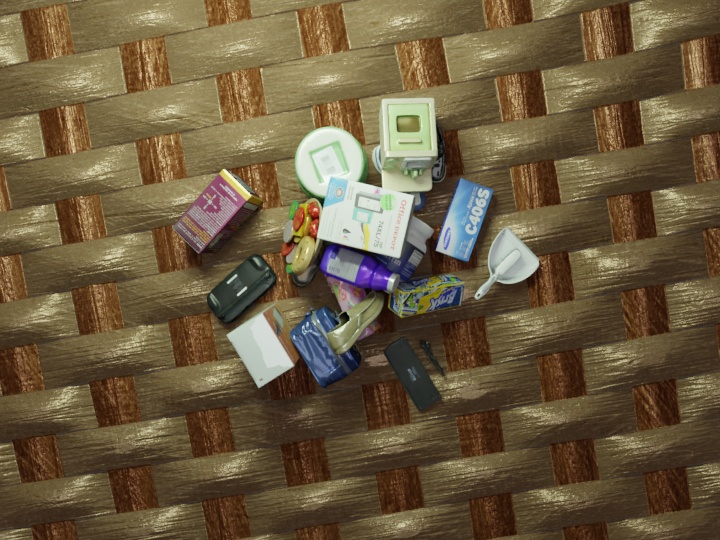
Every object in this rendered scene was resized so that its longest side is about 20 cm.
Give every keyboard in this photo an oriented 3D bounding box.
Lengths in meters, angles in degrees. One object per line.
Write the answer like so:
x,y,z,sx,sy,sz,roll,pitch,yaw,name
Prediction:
0.162,0.270,1.416,0.126,0.021,0.201,-31,93,8,keyboard

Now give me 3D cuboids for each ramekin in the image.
-0.078,-0.274,1.347,0.197,0.098,0.203,0,94,1,ramekin

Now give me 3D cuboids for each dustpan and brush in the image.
0.371,0.000,1.376,0.140,0.057,0.200,44,93,-2,dustpan and brush

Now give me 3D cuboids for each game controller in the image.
-0.324,0.050,1.406,0.200,0.042,0.105,-41,78,2,game controller

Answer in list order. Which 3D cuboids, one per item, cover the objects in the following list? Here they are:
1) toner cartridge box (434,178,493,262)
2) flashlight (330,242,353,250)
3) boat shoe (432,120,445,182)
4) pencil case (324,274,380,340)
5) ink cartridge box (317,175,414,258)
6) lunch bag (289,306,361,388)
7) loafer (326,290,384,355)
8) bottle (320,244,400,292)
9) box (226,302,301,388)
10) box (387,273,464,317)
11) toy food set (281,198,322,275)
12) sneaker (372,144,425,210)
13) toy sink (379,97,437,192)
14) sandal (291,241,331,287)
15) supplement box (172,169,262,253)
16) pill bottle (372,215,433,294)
0.274,-0.133,1.379,0.094,0.043,0.203,19,94,1,toner cartridge box
-0.011,-0.117,1.376,0.068,0.068,0.201,34,89,26,flashlight
0.184,-0.333,1.357,0.073,0.066,0.202,-8,93,1,boat shoe
-0.021,0.082,1.376,0.087,0.087,0.202,-26,92,2,pencil case
0.019,-0.124,1.226,0.197,0.146,0.149,14,96,6,ink cartridge box
-0.086,0.186,1.356,0.131,0.136,0.201,-32,91,2,lunch bag
-0.012,0.117,1.281,0.067,0.076,0.201,46,58,-13,loafer
0.000,0.000,1.282,0.198,0.065,0.085,19,85,20,bottle
-0.236,0.185,1.326,0.106,0.200,0.153,-31,93,2,box
0.171,0.062,1.329,0.198,0.064,0.071,-8,115,-29,box
-0.150,-0.087,1.322,0.048,0.197,0.203,12,90,-28,toy food set
0.098,-0.240,1.354,0.075,0.088,0.201,-40,93,1,sneaker
0.115,-0.302,1.257,0.128,0.112,0.203,-1,84,-2,toy sink
-0.133,-0.049,1.383,0.081,0.055,0.202,26,93,-1,sandal
-0.366,-0.149,1.345,0.103,0.131,0.200,43,92,0,supplement box
0.101,-0.043,1.351,0.115,0.116,0.201,31,92,-1,pill bottle
